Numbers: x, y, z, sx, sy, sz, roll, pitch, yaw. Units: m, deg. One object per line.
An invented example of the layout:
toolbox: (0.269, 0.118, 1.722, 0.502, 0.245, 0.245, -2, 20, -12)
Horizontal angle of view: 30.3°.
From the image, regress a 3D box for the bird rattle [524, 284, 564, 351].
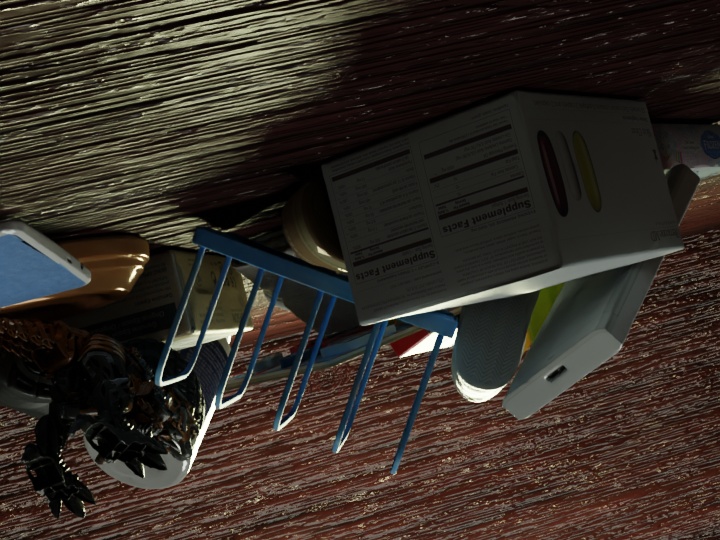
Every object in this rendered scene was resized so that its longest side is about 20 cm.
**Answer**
bird rattle: (0.149, 0.030, 1.284, 0.164, 0.112, 0.200, -51, -179, 13)

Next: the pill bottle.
pill bottle: (-0.193, 0.110, 1.336, 0.110, 0.111, 0.201, -16, -147, 28)

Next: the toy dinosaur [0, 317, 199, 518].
toy dinosaur: (-0.197, 0.095, 0.965, 0.198, 0.137, 0.102, 20, 130, -26)

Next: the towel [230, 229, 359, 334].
towel: (0.000, 0.000, 1.149, 0.199, 0.035, 0.132, -18, 137, 35)

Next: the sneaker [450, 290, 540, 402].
sneaker: (0.116, 0.009, 1.086, 0.073, 0.202, 0.116, 20, 166, 5)

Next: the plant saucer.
plant saucer: (-0.251, 0.017, 0.986, 0.198, 0.038, 0.200, -15, 176, -1)

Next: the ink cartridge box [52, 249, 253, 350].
ink cartridge box: (-0.201, 0.040, 1.180, 0.163, 0.076, 0.200, -16, 176, 11)

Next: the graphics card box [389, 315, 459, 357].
graphics card box: (0.053, 0.022, 1.399, 0.051, 0.126, 0.200, -38, 169, 17)

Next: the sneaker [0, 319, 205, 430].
sneaker: (-0.215, 0.092, 1.063, 0.199, 0.077, 0.090, 23, 148, -34)

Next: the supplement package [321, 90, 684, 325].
supplement package: (0.101, -0.042, 0.897, 0.155, 0.112, 0.199, -17, 175, 35)

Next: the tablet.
tablet: (-0.283, 0.012, 0.842, 0.198, 0.014, 0.130, -14, 163, 6)

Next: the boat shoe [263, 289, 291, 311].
boat shoe: (-0.022, -0.015, 1.227, 0.199, 0.073, 0.062, -16, 138, 37)

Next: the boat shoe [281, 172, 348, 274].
boat shoe: (-0.020, -0.027, 0.945, 0.064, 0.072, 0.200, -16, 176, 18)

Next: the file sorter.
file sorter: (-0.038, 0.059, 1.008, 0.198, 0.124, 0.139, 19, -178, 4)

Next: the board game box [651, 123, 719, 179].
board game box: (0.208, -0.081, 1.172, 0.199, 0.044, 0.198, -17, 176, 36)

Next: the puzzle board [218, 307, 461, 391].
puzzle board: (-0.011, 0.063, 1.198, 0.150, 0.018, 0.199, -17, -178, 44)

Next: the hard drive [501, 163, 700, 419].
hard drive: (0.186, 0.015, 1.024, 0.132, 0.026, 0.201, -46, -173, 49)
